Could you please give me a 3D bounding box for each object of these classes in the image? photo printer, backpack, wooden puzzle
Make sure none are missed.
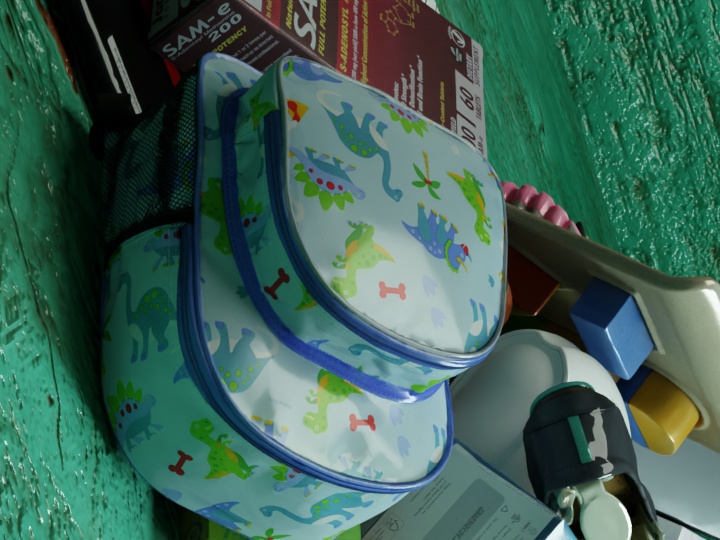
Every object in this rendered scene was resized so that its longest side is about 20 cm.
[{"bbox_3d":[0.070,0.131,1.366,0.069,0.200,0.166,37,-7,30],"label":"photo printer"},{"bbox_3d":[-0.027,0.013,1.119,0.183,0.147,0.201,26,52,-34],"label":"backpack"},{"bbox_3d":[0.132,0.040,1.421,0.046,0.199,0.185,-54,143,-21],"label":"wooden puzzle"}]

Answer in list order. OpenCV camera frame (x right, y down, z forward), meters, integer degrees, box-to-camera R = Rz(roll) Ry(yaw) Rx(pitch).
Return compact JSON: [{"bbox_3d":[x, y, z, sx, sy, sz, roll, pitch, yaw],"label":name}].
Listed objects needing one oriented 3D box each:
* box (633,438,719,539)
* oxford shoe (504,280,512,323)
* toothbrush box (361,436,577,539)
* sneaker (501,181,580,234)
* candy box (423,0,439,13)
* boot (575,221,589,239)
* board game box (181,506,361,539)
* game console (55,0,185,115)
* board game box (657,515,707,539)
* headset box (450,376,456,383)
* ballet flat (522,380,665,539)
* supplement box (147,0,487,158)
[{"bbox_3d":[0.182,0.116,1.624,0.200,0.079,0.141,26,-2,-32],"label":"box"},{"bbox_3d":[0.004,0.034,1.299,0.200,0.071,0.073,-42,139,-36],"label":"oxford shoe"},{"bbox_3d":[0.059,0.202,1.273,0.085,0.146,0.200,36,-12,35],"label":"toothbrush box"},{"bbox_3d":[0.063,-0.009,1.595,0.079,0.199,0.096,-40,135,-37],"label":"sneaker"},{"bbox_3d":[-0.013,-0.165,1.563,0.055,0.115,0.201,-79,150,-64],"label":"candy box"},{"bbox_3d":[0.085,-0.013,1.717,0.074,0.153,0.204,51,25,-62],"label":"boot"},{"bbox_3d":[-0.042,0.118,1.165,0.095,0.030,0.201,27,41,-30],"label":"board game box"},{"bbox_3d":[-0.113,-0.113,1.263,0.177,0.031,0.201,-64,136,-65],"label":"game console"},{"bbox_3d":[0.120,0.151,1.582,0.041,0.199,0.200,-67,164,-3],"label":"board game box"},{"bbox_3d":[0.000,0.000,1.458,0.174,0.092,0.201,-49,122,-75],"label":"headset box"},{"bbox_3d":[0.128,0.135,1.307,0.200,0.073,0.073,68,11,-55],"label":"ballet flat"},{"bbox_3d":[-0.019,-0.119,1.301,0.200,0.061,0.109,33,40,-33],"label":"supplement box"}]
